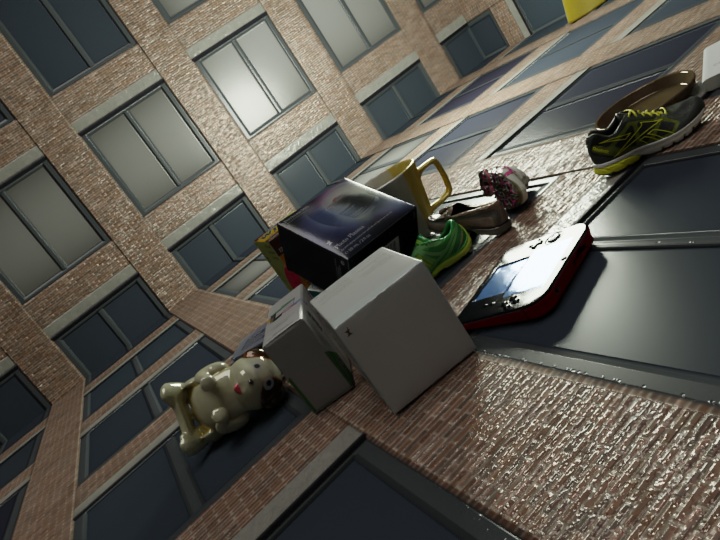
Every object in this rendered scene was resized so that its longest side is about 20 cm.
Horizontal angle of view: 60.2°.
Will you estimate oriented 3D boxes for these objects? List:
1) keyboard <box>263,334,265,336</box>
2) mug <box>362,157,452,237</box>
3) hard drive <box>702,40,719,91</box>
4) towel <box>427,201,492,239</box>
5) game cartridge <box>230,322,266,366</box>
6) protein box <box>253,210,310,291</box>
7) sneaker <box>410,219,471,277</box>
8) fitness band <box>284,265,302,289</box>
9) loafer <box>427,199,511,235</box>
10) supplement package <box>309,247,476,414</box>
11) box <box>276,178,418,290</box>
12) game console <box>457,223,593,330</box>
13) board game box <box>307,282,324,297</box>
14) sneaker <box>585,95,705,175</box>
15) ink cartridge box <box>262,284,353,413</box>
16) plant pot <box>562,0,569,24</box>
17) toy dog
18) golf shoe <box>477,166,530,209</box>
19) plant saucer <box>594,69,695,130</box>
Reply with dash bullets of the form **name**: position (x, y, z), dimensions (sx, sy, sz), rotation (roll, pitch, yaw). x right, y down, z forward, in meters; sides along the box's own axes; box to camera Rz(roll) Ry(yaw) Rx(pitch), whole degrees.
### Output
- **keyboard**: position (-0.124, 0.131, 1.204), dimensions (0.199, 0.127, 0.021), rotation (-36, 41, 3)
- **mug**: position (0.101, -0.142, 1.333), dimensions (0.185, 0.154, 0.150), rotation (-25, 17, 24)
- **hard drive**: position (0.703, -0.403, 1.145), dimensions (0.131, 0.026, 0.200), rotation (-24, 19, 40)
- **towel**: position (0.177, -0.084, 1.338), dimensions (0.199, 0.035, 0.192), rotation (-41, 15, -19)
- **game cartridge**: position (-0.215, 0.155, 1.491), dimensions (0.198, 0.041, 0.134), rotation (-31, 19, 18)
- **protein box**: position (-0.146, -0.033, 1.583), dimensions (0.134, 0.201, 0.198), rotation (-39, 15, -14)
- **sneaker**: position (0.118, -0.023, 1.185), dimensions (0.199, 0.084, 0.074), rotation (-39, 15, -7)
- **fitness band**: position (-0.106, 0.038, 1.387), dimensions (0.037, 0.145, 0.199), rotation (-38, 14, -20)
- **loafer**: position (0.207, -0.111, 1.222), dimensions (0.072, 0.064, 0.198), rotation (-38, 27, -31)
- **supplement package**: position (0.040, 0.078, 0.918), dimensions (0.151, 0.152, 0.200), rotation (-36, 14, -7)
- **box**: position (-0.022, -0.062, 1.210), dimensions (0.197, 0.125, 0.199), rotation (25, 50, 36)
- **game console**: position (0.240, 0.010, 0.916), dimensions (0.176, 0.031, 0.200), rotation (-17, 24, 51)
- **board game box**: position (0.000, 0.000, 1.265), dimensions (0.149, 0.047, 0.201), rotation (7, 43, 20)
- **sneaker**: position (0.474, -0.240, 1.044), dimensions (0.198, 0.085, 0.075), rotation (-31, 16, 17)
- **ink cartridge box**: position (-0.090, 0.127, 1.071), dimensions (0.083, 0.146, 0.200), rotation (-35, 15, 5)
- **plant pot**: position (1.013, -1.267, 2.814), dimensions (0.174, 0.202, 0.200), rotation (-12, 25, 31)
- **toy dog**: position (-0.231, 0.233, 1.146), dimensions (0.198, 0.141, 0.193), rotation (-31, -21, 23)
- **golf shoe**: position (0.307, -0.181, 1.265), dimensions (0.091, 0.074, 0.200), rotation (-16, 20, -1)
- **plant saucer**: position (0.560, -0.325, 1.223), dimensions (0.199, 0.030, 0.200), rotation (-34, 16, 11)
